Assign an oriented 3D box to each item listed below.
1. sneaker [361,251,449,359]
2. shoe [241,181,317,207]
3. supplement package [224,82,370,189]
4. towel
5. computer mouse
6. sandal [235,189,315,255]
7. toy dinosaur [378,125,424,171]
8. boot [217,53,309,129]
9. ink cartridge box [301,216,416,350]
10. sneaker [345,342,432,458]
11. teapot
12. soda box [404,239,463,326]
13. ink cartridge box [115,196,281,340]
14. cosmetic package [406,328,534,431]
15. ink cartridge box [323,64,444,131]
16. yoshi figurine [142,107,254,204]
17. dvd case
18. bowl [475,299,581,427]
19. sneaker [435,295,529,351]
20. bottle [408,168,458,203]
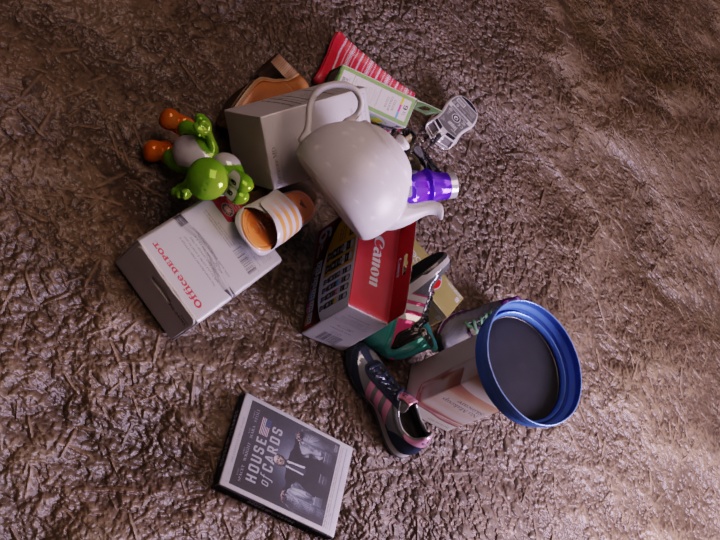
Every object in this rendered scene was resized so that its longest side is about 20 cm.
[{"bbox_3d":[0.096,0.073,1.754,0.200,0.084,0.121,-43,106,-4],"label":"sneaker"},{"bbox_3d":[-0.141,-0.105,1.714,0.070,0.053,0.200,52,32,10],"label":"shoe"},{"bbox_3d":[-0.096,-0.218,1.709,0.200,0.120,0.121,-22,114,-30],"label":"supplement package"},{"bbox_3d":[0.009,-0.337,1.973,0.200,0.022,0.145,37,51,-19],"label":"towel"},{"bbox_3d":[0.157,-0.263,2.041,0.110,0.044,0.200,47,53,-3],"label":"computer mouse"},{"bbox_3d":[-0.116,-0.091,1.624,0.079,0.059,0.207,54,33,-3],"label":"sandal"},{"bbox_3d":[0.053,-0.197,1.896,0.200,0.077,0.102,20,88,-15],"label":"toy dinosaur"},{"bbox_3d":[-0.136,-0.257,1.785,0.155,0.074,0.200,50,52,-16],"label":"boot"},{"bbox_3d":[0.000,0.000,1.688,0.084,0.176,0.200,26,54,-27],"label":"ink cartridge box"},{"bbox_3d":[0.051,0.196,1.693,0.070,0.082,0.200,-27,86,-43],"label":"sneaker"},{"bbox_3d":[0.007,-0.156,1.598,0.197,0.146,0.200,50,-3,38],"label":"teapot"},{"bbox_3d":[0.081,-0.001,1.827,0.200,0.068,0.064,50,48,-7],"label":"soda box"},{"bbox_3d":[-0.236,-0.013,1.568,0.145,0.083,0.200,54,46,-3],"label":"ink cartridge box"},{"bbox_3d":[0.173,0.179,1.720,0.103,0.200,0.087,29,54,-23],"label":"cosmetic package"},{"bbox_3d":[0.034,-0.291,1.878,0.200,0.104,0.059,22,88,-15],"label":"ink cartridge box"},{"bbox_3d":[-0.244,-0.161,1.565,0.112,0.112,0.200,-38,54,-24],"label":"yoshi figurine"},{"bbox_3d":[-0.109,0.286,1.560,0.200,0.025,0.150,31,51,-24],"label":"dvd case"},{"bbox_3d":[0.256,0.145,1.638,0.201,0.039,0.201,17,60,-32],"label":"bowl"},{"bbox_3d":[0.214,0.088,1.875,0.200,0.088,0.074,-28,87,-44],"label":"sneaker"},{"bbox_3d":[0.069,-0.139,1.839,0.200,0.084,0.065,-6,105,-17],"label":"bottle"}]
